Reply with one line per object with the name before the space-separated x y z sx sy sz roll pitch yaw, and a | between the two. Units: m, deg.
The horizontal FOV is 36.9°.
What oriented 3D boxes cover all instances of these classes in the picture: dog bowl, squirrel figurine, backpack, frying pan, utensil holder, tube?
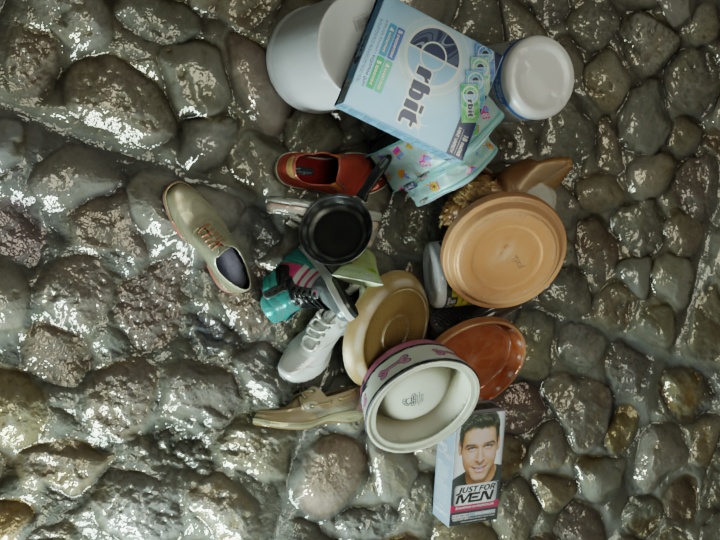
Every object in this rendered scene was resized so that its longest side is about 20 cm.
dog bowl | 0.088 0.196 1.729 0.199 0.074 0.201 -14 132 -16
squirrel figurine | 0.224 -0.123 1.773 0.199 0.187 0.142 -7 106 -19
backpack | 0.128 -0.206 1.688 0.153 0.200 0.176 49 54 -5
frying pan | -0.027 -0.095 1.649 0.114 0.031 0.191 11 73 14
utensil holder | -0.031 -0.327 1.631 0.169 0.200 0.171 -2 96 -25
tube | 0.000 0.000 1.669 0.058 0.200 0.052 -30 96 6

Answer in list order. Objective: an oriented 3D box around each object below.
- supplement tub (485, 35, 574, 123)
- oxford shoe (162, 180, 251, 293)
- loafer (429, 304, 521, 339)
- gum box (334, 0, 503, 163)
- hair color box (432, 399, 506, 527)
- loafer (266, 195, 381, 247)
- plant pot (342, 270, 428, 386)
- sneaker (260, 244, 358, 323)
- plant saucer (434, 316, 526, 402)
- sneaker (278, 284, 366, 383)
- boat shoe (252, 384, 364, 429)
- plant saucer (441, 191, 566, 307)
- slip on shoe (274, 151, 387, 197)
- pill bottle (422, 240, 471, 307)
supplement tub | 0.242 -0.307 1.758 0.131 0.200 0.133 -2 94 -25
oxford shoe | -0.223 -0.052 1.631 0.071 0.074 0.200 -42 109 -16
loafer | 0.199 0.072 1.849 0.199 0.073 0.071 -22 139 -24
gum box | 0.085 -0.272 1.544 0.199 0.045 0.171 24 84 -19
hair color box | 0.186 0.328 1.844 0.098 0.061 0.201 -3 103 -25
loafer | -0.058 -0.077 1.711 0.199 0.072 0.063 7 96 -28
plant pot | 0.050 0.099 1.748 0.199 0.027 0.201 -24 124 -40
sneaker | -0.089 0.042 1.647 0.121 0.200 0.084 -37 126 -2
plant saucer | 0.184 0.156 1.815 0.199 0.032 0.201 -14 132 -16
sneaker | -0.060 0.092 1.703 0.074 0.087 0.200 35 68 20
boat shoe | -0.081 0.216 1.723 0.199 0.072 0.065 -2 89 -30
plant saucer | 0.226 -0.026 1.685 0.199 0.032 0.201 -4 122 -7
slip on shoe | -0.037 -0.156 1.717 0.199 0.061 0.075 3 90 -27
pill bottle | 0.211 -0.001 1.793 0.199 0.111 0.112 -6 97 -9
